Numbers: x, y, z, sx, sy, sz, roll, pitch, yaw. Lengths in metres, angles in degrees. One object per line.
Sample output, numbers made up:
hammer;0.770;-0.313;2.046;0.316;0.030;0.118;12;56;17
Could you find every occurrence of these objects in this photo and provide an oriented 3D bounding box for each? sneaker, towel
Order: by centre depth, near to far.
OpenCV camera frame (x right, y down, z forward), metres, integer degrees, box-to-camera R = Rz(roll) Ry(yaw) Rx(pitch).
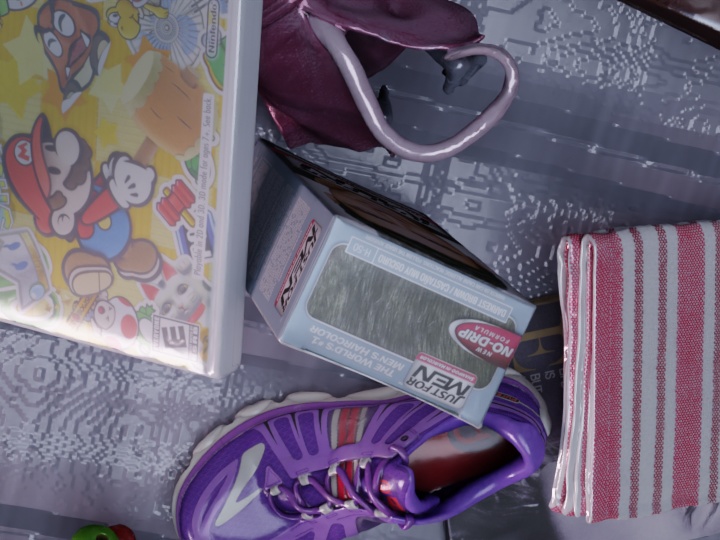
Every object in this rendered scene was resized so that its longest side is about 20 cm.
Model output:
sneaker;-0.002;0.099;0.974;0.199;0.083;0.081;-20;104;5
towel;0.181;0.045;1.001;0.199;0.030;0.148;-6;102;-32

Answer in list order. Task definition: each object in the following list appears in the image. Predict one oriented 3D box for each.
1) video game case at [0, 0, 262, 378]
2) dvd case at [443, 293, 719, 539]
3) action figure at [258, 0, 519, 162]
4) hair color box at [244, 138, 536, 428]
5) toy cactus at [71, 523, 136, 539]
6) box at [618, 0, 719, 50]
video game case;-0.129;-0.066;0.882;0.181;0.023;0.202;13;109;26
dvd case;0.135;0.081;1.039;0.199;0.016;0.150;-12;105;-9
action figure;-0.045;-0.127;0.890;0.134;0.149;0.200;-45;122;8
hair color box;0.000;0.000;0.894;0.098;0.200;0.061;24;98;-16
toy cactus;-0.117;0.215;0.992;0.164;0.102;0.202;-5;102;-30
box;0.180;-0.211;0.900;0.165;0.164;0.201;22;98;-17
